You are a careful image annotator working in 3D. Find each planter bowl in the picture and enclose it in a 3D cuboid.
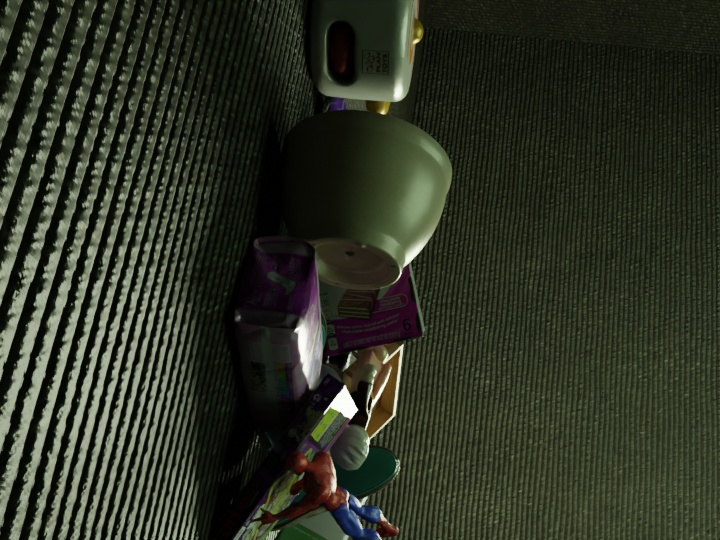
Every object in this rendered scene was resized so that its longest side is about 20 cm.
[{"bbox_3d":[-0.002,-0.063,0.908,0.201,0.198,0.136,86,13,-63],"label":"planter bowl"}]

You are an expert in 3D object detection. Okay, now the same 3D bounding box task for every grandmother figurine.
[{"bbox_3d":[0.000,0.174,1.043,0.201,0.060,0.122,-74,172,-57],"label":"grandmother figurine"}]

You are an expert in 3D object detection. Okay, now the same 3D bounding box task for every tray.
[{"bbox_3d":[0.015,0.192,1.253,0.098,0.037,0.201,-38,149,-30],"label":"tray"}]

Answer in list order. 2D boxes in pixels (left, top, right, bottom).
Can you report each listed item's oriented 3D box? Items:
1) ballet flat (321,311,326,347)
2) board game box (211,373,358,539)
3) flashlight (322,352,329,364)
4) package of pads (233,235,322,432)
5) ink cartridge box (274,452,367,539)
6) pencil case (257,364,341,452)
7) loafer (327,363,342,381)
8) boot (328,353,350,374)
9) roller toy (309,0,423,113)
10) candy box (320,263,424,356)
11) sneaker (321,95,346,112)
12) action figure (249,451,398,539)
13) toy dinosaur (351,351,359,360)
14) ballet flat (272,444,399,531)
[{"bbox_3d":[-0.078,0.051,1.004,0.201,0.067,0.064,94,-24,-50],"label":"ballet flat"},{"bbox_3d":[-0.077,0.215,0.892,0.201,0.032,0.120,-53,157,-15],"label":"board game box"},{"bbox_3d":[-0.051,0.053,1.242,0.068,0.067,0.201,95,4,-48],"label":"flashlight"},{"bbox_3d":[-0.085,0.072,0.878,0.201,0.075,0.121,90,6,-49],"label":"package of pads"},{"bbox_3d":[-0.052,0.348,1.131,0.201,0.083,0.146,-57,169,-42],"label":"ink cartridge box"},{"bbox_3d":[-0.076,0.179,1.059,0.200,0.090,0.084,-39,113,-83],"label":"pencil case"},{"bbox_3d":[-0.079,0.226,1.186,0.070,0.074,0.201,98,11,-55],"label":"loafer"},{"bbox_3d":[-0.055,0.187,1.269,0.091,0.072,0.202,120,-25,-55],"label":"boot"},{"bbox_3d":[0.014,-0.317,1.069,0.182,0.138,0.203,28,68,-83],"label":"roller toy"},{"bbox_3d":[0.000,0.000,1.070,0.061,0.135,0.202,-14,91,-84],"label":"candy box"},{"bbox_3d":[-0.008,-0.180,1.204,0.201,0.098,0.070,85,13,-50],"label":"sneaker"},{"bbox_3d":[-0.042,0.261,0.871,0.201,0.098,0.066,57,19,-36],"label":"action figure"},{"bbox_3d":[-0.040,0.228,1.379,0.182,0.105,0.200,-54,156,10],"label":"toy dinosaur"},{"bbox_3d":[-0.046,0.278,1.041,0.067,0.198,0.069,103,-32,-65],"label":"ballet flat"}]
